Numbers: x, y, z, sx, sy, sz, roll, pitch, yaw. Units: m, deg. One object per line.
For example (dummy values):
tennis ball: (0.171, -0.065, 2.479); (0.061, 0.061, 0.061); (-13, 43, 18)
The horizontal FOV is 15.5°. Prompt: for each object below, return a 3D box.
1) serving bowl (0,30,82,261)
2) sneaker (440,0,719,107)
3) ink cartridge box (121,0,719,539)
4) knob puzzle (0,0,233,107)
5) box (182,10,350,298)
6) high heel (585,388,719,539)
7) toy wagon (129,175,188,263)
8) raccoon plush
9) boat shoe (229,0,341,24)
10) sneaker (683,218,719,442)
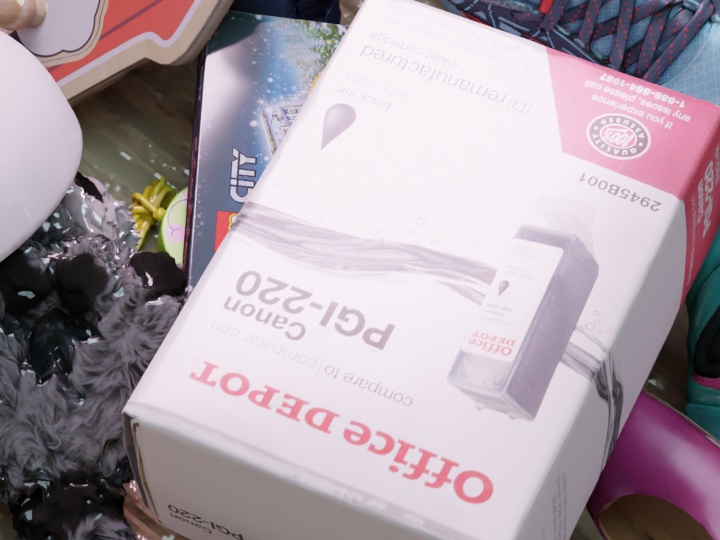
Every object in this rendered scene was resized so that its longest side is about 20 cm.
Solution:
serving bowl: (-0.206, -0.044, 0.969); (0.200, 0.066, 0.200); (-14, 30, 8)
sneaker: (0.082, -0.097, 0.989); (0.200, 0.096, 0.079); (33, 93, 29)
ink cartridge box: (0.026, 0.016, 0.936); (0.145, 0.085, 0.200); (21, 63, 16)
knob puzzle: (-0.106, -0.172, 1.049); (0.030, 0.220, 0.220); (6, 53, -57)
box: (0.000, 0.000, 1.022); (0.136, 0.038, 0.200); (6, 63, -7)
high heel: (0.116, 0.127, 0.951); (0.200, 0.067, 0.096); (47, 56, 10)
toy wagon: (-0.004, 0.015, 1.057); (0.200, 0.040, 0.155); (26, 62, 2)
raccoon plush: (-0.128, 0.050, 1.013); (0.097, 0.134, 0.200); (10, 98, -12)
boat shoe: (-0.085, -0.158, 1.110); (0.200, 0.093, 0.075); (26, 31, 36)
sneaker: (0.191, 0.010, 0.979); (0.084, 0.200, 0.121); (13, 56, -37)
